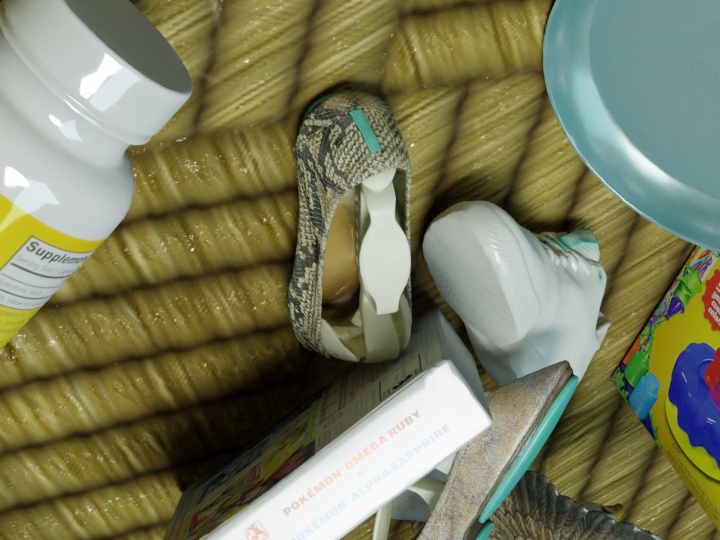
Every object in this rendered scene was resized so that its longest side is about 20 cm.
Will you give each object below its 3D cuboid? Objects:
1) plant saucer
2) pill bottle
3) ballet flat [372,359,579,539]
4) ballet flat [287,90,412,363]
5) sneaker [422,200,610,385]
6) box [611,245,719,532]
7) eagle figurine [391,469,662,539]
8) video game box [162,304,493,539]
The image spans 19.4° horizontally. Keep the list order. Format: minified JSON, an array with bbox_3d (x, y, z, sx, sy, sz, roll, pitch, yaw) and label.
[{"bbox_3d":[0.186,-0.088,1.035,0.027,0.199,0.201,-56,160,-38],"label":"plant saucer"},{"bbox_3d":[-0.164,-0.030,0.865,0.200,0.111,0.111,-45,143,14],"label":"pill bottle"},{"bbox_3d":[0.049,0.119,1.146,0.201,0.067,0.068,-65,168,26],"label":"ballet flat"},{"bbox_3d":[0.000,0.000,1.058,0.068,0.075,0.200,-18,142,-15],"label":"ballet flat"},{"bbox_3d":[0.095,0.003,1.154,0.088,0.075,0.200,-43,151,-9],"label":"sneaker"},{"bbox_3d":[0.283,0.065,1.247,0.122,0.200,0.193,0,132,-37],"label":"box"},{"bbox_3d":[0.107,0.165,1.225,0.150,0.200,0.152,-28,144,-7],"label":"eagle figurine"},{"bbox_3d":[-0.019,0.099,1.086,0.182,0.047,0.200,-35,-175,4],"label":"video game box"}]
